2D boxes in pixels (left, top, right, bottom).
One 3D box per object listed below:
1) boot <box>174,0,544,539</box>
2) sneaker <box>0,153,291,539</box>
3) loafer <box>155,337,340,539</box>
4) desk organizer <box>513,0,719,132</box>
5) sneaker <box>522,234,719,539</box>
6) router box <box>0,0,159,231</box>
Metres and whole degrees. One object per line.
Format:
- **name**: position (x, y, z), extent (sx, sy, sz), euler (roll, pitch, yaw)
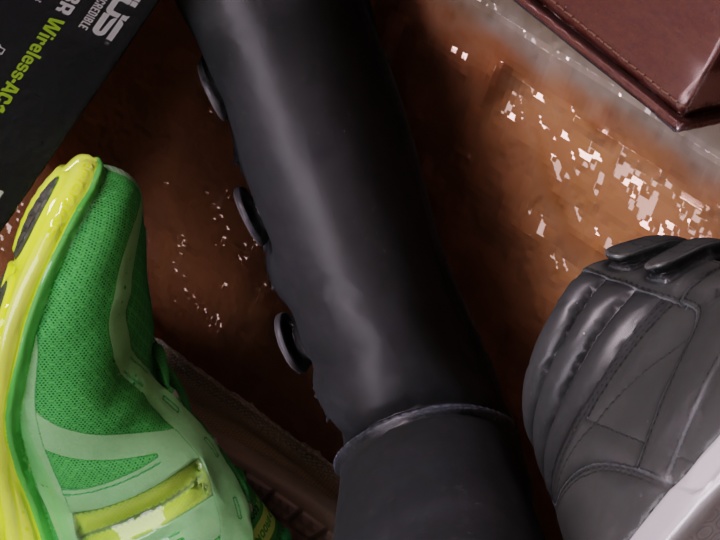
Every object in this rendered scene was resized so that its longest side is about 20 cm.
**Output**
- **boot**: position (0.000, 0.000, 0.786), extent (0.066, 0.165, 0.200), euler (-14, 90, 0)
- **sneaker**: position (-0.062, 0.060, 0.833), extent (0.083, 0.074, 0.200), euler (-2, 112, 1)
- **loafer**: position (-0.073, 0.050, 0.908), extent (0.200, 0.068, 0.076), euler (26, 123, 14)
- **desk organizer**: position (0.045, -0.128, 0.768), extent (0.200, 0.072, 0.077), euler (42, 120, 24)
- **sneaker**: position (0.112, 0.003, 0.744), extent (0.200, 0.071, 0.099), euler (-49, 39, 15)
- **router box**: position (-0.113, -0.084, 0.852), extent (0.200, 0.062, 0.150), euler (-50, 27, 38)
